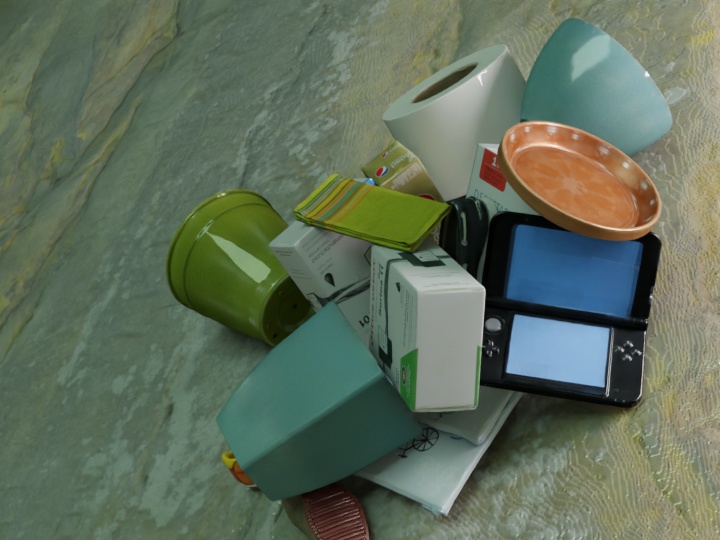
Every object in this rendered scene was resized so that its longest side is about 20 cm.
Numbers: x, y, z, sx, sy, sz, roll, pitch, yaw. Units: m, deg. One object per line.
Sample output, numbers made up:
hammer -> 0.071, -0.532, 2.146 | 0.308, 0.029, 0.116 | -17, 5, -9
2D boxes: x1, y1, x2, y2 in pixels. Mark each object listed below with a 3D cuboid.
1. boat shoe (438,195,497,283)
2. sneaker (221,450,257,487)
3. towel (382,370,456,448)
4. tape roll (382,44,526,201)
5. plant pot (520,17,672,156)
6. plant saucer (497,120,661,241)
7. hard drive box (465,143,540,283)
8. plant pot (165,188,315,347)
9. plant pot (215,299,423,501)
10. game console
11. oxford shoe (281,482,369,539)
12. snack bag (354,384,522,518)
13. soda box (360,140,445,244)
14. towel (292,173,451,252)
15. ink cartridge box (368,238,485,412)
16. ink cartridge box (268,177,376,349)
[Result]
boat shoe -> 0.117, 0.005, 1.615 | 0.076, 0.060, 0.201 | 27, 114, 57
sneaker -> -0.104, 0.193, 1.724 | 0.073, 0.077, 0.200 | 7, 54, 47
towel -> 0.080, 0.147, 1.659 | 0.146, 0.024, 0.201 | -14, 43, 31
tape roll -> 0.149, -0.206, 1.826 | 0.202, 0.139, 0.203 | -30, 14, 8
plant pot -> 0.289, -0.211, 1.711 | 0.135, 0.200, 0.200 | -43, 36, -5
plant saucer -> 0.249, -0.100, 1.497 | 0.201, 0.199, 0.032 | -99, 26, -50
hard drive box -> 0.194, -0.039, 1.617 | 0.156, 0.077, 0.201 | 38, 122, 53
plant pot -> -0.145, 0.013, 1.877 | 0.200, 0.201, 0.193 | -46, 49, -10
plant pot -> -0.058, 0.171, 1.553 | 0.200, 0.141, 0.141 | -35, 47, -2
game console -> 0.233, 0.044, 1.490 | 0.199, 0.117, 0.176 | 8, 51, 8
oxford shoe -> -0.047, 0.298, 1.588 | 0.070, 0.075, 0.200 | -10, 43, -25
snack bag -> 0.086, 0.187, 1.577 | 0.188, 0.021, 0.200 | 15, 65, 49
soda box -> 0.082, -0.074, 1.742 | 0.064, 0.200, 0.068 | -38, 36, -5
towel -> 0.011, -0.074, 1.599 | 0.200, 0.018, 0.086 | 17, 55, 41
ink cartridge box -> 0.072, 0.059, 1.514 | 0.083, 0.147, 0.200 | -3, 17, -13
ink cartridge box -> 0.000, 0.000, 1.708 | 0.146, 0.200, 0.086 | -42, 19, -20
